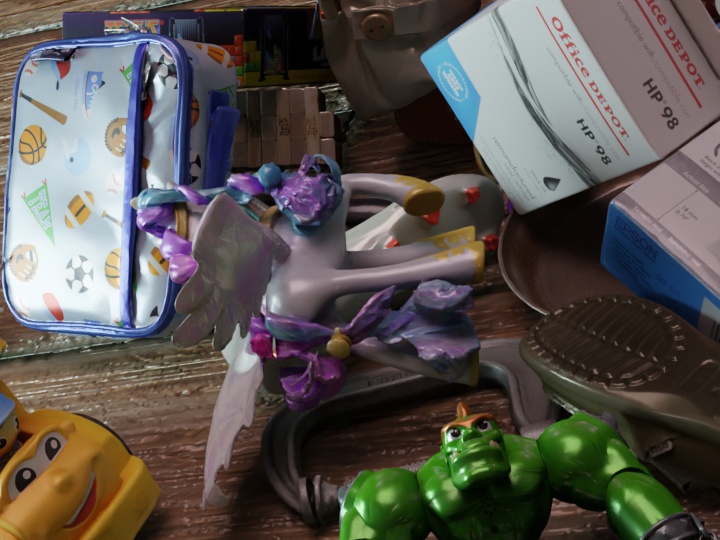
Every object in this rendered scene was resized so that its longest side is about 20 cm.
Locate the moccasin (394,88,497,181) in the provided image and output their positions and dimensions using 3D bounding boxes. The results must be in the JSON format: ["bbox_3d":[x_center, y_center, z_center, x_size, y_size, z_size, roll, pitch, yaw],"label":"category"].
[{"bbox_3d":[0.104,-0.105,1.232,0.200,0.074,0.078,6,36,34],"label":"moccasin"}]

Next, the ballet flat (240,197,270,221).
[{"bbox_3d":[-0.102,-0.029,1.247,0.199,0.072,0.072,11,43,38],"label":"ballet flat"}]

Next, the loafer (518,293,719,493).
[{"bbox_3d":[0.157,0.070,0.939,0.076,0.068,0.200,-32,34,-25],"label":"loafer"}]

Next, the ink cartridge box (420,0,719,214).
[{"bbox_3d":[0.126,-0.112,1.046,0.067,0.116,0.200,-35,5,-25],"label":"ink cartridge box"}]

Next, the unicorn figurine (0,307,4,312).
[{"bbox_3d":[-0.316,0.029,1.282,0.199,0.074,0.138,-34,40,5],"label":"unicorn figurine"}]

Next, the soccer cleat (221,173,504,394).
[{"bbox_3d":[0.000,0.000,1.140,0.200,0.070,0.077,-37,32,-20],"label":"soccer cleat"}]

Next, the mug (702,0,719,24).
[{"bbox_3d":[0.228,-0.225,1.224,0.177,0.134,0.200,-30,4,-41],"label":"mug"}]

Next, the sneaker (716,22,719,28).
[{"bbox_3d":[0.292,-0.135,1.168,0.199,0.070,0.078,-27,46,-34],"label":"sneaker"}]

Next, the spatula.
[{"bbox_3d":[0.063,-0.043,1.209,0.199,0.021,0.057,-6,45,25],"label":"spatula"}]

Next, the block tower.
[{"bbox_3d":[-0.114,-0.093,1.301,0.198,0.054,0.058,-2,-2,5],"label":"block tower"}]

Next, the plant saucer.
[{"bbox_3d":[0.179,-0.019,1.093,0.199,0.032,0.201,-13,33,9],"label":"plant saucer"}]

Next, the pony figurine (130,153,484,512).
[{"bbox_3d":[-0.034,0.014,1.024,0.198,0.167,0.194,3,40,-1],"label":"pony figurine"}]

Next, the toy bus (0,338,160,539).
[{"bbox_3d":[-0.233,0.084,1.027,0.199,0.193,0.136,7,39,34],"label":"toy bus"}]

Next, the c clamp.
[{"bbox_3d":[0.037,0.092,1.015,0.199,0.027,0.171,-13,33,12],"label":"c clamp"}]

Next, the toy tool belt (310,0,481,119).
[{"bbox_3d":[0.020,-0.203,1.268,0.124,0.123,0.200,-25,27,29],"label":"toy tool belt"}]

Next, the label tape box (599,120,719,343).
[{"bbox_3d":[0.247,-0.028,0.992,0.200,0.063,0.144,-35,61,-20],"label":"label tape box"}]

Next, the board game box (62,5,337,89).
[{"bbox_3d":[-0.087,-0.161,1.355,0.164,0.057,0.200,5,9,33],"label":"board game box"}]

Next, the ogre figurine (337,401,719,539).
[{"bbox_3d":[0.063,0.132,0.884,0.199,0.098,0.120,-28,47,16],"label":"ogre figurine"}]

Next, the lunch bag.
[{"bbox_3d":[-0.150,-0.057,1.196,0.159,0.202,0.075,3,1,36],"label":"lunch bag"}]
